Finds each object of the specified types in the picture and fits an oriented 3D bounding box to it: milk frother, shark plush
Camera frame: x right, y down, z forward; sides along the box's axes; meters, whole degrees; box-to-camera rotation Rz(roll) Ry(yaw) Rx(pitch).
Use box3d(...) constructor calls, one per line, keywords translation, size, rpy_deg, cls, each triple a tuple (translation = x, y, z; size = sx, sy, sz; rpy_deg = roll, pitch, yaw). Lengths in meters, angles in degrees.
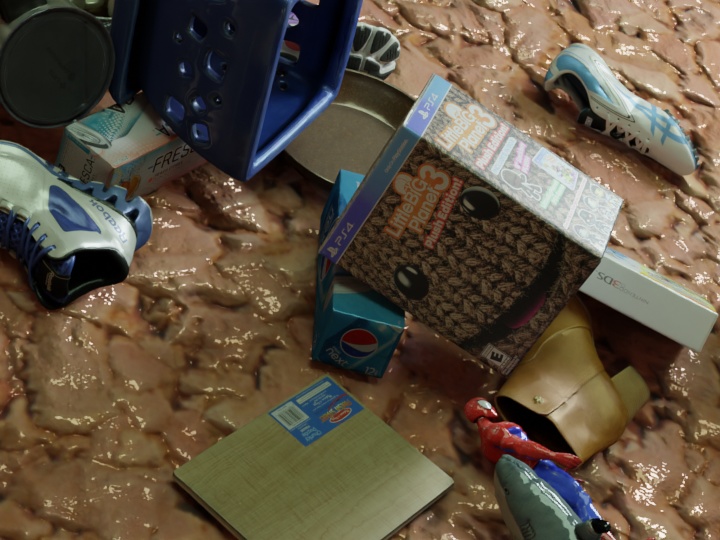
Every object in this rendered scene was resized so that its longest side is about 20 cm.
box3d(translation=(-0.360, -0.209, 1.663), size=(0.200, 0.181, 0.188), rpy_deg=(-44, 43, -5), cls="milk frother")
box3d(translation=(0.174, 0.228, 1.456), size=(0.090, 0.084, 0.200), rpy_deg=(-12, 35, -32), cls="shark plush")

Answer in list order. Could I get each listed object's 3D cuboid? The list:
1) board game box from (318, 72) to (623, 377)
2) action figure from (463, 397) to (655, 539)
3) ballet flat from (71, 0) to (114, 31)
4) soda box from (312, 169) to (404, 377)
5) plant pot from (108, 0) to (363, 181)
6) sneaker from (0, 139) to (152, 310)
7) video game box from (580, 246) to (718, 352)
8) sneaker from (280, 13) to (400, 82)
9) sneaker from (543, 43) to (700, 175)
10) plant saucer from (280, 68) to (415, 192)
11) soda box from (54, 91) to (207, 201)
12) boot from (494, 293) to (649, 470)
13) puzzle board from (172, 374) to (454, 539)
box3d(translation=(0.094, -0.037, 1.569), size=(0.199, 0.160, 0.097), rpy_deg=(33, 37, -2), cls="board game box")
box3d(translation=(0.163, 0.177, 1.554), size=(0.200, 0.066, 0.052), rpy_deg=(40, 74, 18), cls="action figure")
box3d(translation=(-0.275, -0.271, 1.844), size=(0.199, 0.072, 0.072), rpy_deg=(1, 44, -27), cls="ballet flat")
box3d(translation=(0.000, 0.000, 1.663), size=(0.067, 0.064, 0.201), rpy_deg=(15, 39, -11), cls="soda box")
box3d(translation=(-0.117, -0.233, 1.683), size=(0.179, 0.201, 0.200), rpy_deg=(25, 38, 13), cls="plant pot")
box3d(translation=(-0.276, -0.035, 1.561), size=(0.198, 0.081, 0.116), rpy_deg=(16, 37, -12), cls="sneaker")
box3d(translation=(0.237, 0.006, 1.736), size=(0.199, 0.047, 0.182), rpy_deg=(28, 9, 5), cls="video game box")
box3d(translation=(-0.054, -0.246, 1.923), size=(0.198, 0.081, 0.084), rpy_deg=(8, 35, -18), cls="sneaker")
box3d(translation=(0.286, -0.166, 2.021), size=(0.200, 0.072, 0.073), rpy_deg=(41, 75, 11), cls="sneaker")
box3d(translation=(-0.007, -0.129, 1.842), size=(0.199, 0.037, 0.201), rpy_deg=(15, 39, -12), cls="plant saucer")
box3d(translation=(-0.194, -0.124, 1.720), size=(0.068, 0.064, 0.200), rpy_deg=(38, 40, 17), cls="soda box")
box3d(translation=(0.158, 0.082, 1.654), size=(0.201, 0.071, 0.144), rpy_deg=(44, 41, 17), cls="boot")
box3d(translation=(-0.036, 0.173, 1.496), size=(0.150, 0.017, 0.199), rpy_deg=(38, 40, 20), cls="puzzle board")
